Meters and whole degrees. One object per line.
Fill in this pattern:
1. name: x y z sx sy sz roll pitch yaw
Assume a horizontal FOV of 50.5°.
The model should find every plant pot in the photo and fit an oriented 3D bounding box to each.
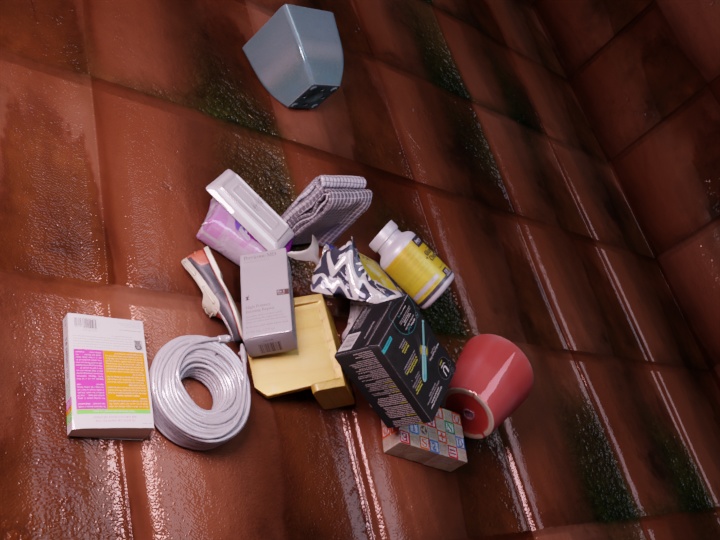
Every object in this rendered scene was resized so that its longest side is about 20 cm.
1. plant pot: 0.286 0.282 1.788 0.201 0.200 0.177 49 46 -1
2. plant pot: -0.156 -0.542 2.002 0.193 0.194 0.205 -11 75 -50

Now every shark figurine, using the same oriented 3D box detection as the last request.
1. shark figurine: -0.085 0.020 1.677 0.130 0.088 0.214 58 6 21

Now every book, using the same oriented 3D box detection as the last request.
1. book: -0.415 0.171 1.249 0.131 0.048 0.204 12 51 -37

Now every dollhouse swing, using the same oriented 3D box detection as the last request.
1. dollhouse swing: -0.126 0.182 1.552 0.183 0.171 0.204 70 2 -63

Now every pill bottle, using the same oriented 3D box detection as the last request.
1. pill bottle: 0.115 -0.017 1.772 0.200 0.112 0.112 44 37 1

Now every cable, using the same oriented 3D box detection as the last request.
1. cable: -0.283 0.210 1.335 0.196 0.069 0.205 12 53 -40

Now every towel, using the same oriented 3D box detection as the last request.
1. towel: -0.083 -0.128 1.717 0.164 0.199 0.087 -11 65 -51

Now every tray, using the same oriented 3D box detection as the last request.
1. tray: -0.223 -0.127 1.593 0.200 0.022 0.108 45 33 -7

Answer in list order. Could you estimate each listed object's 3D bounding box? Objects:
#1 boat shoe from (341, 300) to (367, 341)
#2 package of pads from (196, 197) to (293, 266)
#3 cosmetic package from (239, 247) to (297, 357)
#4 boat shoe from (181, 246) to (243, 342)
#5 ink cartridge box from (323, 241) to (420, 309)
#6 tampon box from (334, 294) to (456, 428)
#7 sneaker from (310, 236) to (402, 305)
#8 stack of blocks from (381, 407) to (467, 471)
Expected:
1. boat shoe: -0.008 0.151 1.679 0.071 0.068 0.204 49 40 -45
2. package of pads: -0.241 -0.071 1.607 0.198 0.075 0.122 35 41 -21
3. cosmetic package: -0.181 0.060 1.491 0.099 0.075 0.204 -10 54 -1
4. boat shoe: -0.281 0.053 1.476 0.061 0.071 0.204 -25 79 -9
5. ink cartridge box: 0.029 0.011 1.762 0.196 0.047 0.201 25 24 -51
6. tampon box: 0.073 0.183 1.513 0.202 0.124 0.151 55 44 -21
7. sneaker: 0.000 0.000 1.592 0.193 0.080 0.134 10 84 7
8. stack of blocks: 0.137 0.354 1.665 0.197 0.058 0.118 23 45 -32
